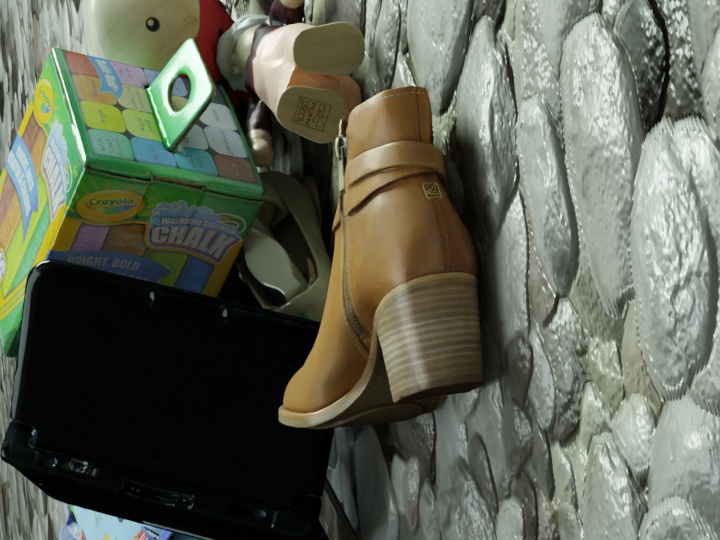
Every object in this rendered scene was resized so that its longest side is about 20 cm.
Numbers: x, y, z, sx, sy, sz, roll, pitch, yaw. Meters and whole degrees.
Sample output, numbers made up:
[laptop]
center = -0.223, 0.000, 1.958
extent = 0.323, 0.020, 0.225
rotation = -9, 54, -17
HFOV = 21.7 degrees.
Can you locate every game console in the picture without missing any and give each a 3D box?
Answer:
[game console]
center = -0.106, 0.093, 1.156
extent = 0.176, 0.198, 0.117
rotation = 73, -148, -70

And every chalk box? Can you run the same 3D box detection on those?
[chalk box]
center = -0.146, -0.050, 1.174
extent = 0.201, 0.123, 0.125
rotation = -63, 33, 31

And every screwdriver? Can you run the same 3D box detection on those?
[screwdriver]
center = -0.049, 0.089, 1.197
extent = 0.029, 0.028, 0.201
rotation = -30, 82, 42

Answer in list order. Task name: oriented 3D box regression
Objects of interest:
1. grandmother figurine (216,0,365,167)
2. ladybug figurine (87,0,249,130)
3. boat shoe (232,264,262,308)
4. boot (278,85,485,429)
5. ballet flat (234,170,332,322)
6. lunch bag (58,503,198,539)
[grandmother figurine]
center = -0.048, -0.125, 1.178
extent = 0.122, 0.060, 0.200
rotation = -66, 19, 7
[ladybug figurine]
center = -0.119, -0.138, 1.288
extent = 0.200, 0.071, 0.137
rotation = 50, -149, -60
[boat shoe]
center = -0.080, 0.003, 1.301
extent = 0.200, 0.062, 0.075
rotation = -118, 27, -57
[boot]
center = 0.000, 0.000, 0.995
extent = 0.200, 0.076, 0.157
rotation = 143, 120, -68
[ballet flat]
center = -0.057, -0.018, 1.199
extent = 0.200, 0.069, 0.070
rotation = -125, 34, -51
[lunch bag]
center = -0.152, 0.136, 1.326
extent = 0.200, 0.094, 0.151
rotation = -45, 57, 26
